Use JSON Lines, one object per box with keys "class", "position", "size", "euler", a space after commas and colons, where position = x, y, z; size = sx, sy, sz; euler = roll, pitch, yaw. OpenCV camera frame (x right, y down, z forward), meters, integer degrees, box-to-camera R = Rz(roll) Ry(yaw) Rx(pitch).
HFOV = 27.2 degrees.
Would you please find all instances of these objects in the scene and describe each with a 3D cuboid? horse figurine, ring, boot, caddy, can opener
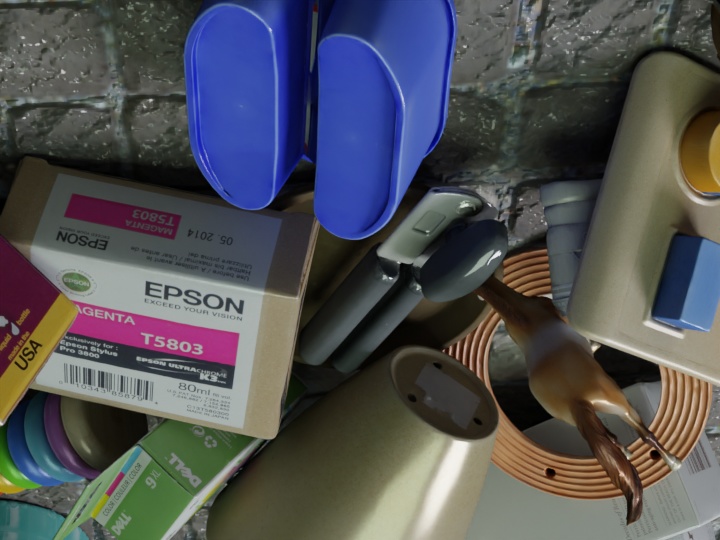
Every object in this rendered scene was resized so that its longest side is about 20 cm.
{"class": "horse figurine", "position": [0.137, 0.069, 0.964], "size": [0.050, 0.200, 0.132], "euler": [-42, 126, 14]}
{"class": "ring", "position": [0.156, 0.075, 1.083], "size": [0.200, 0.019, 0.201], "euler": [9, 114, 20]}
{"class": "boot", "position": [0.207, -0.030, 0.988], "size": [0.200, 0.096, 0.073], "euler": [-8, 178, -33]}
{"class": "caddy", "position": [-0.021, -0.115, 0.847], "size": [0.141, 0.105, 0.200], "euler": [18, 142, 10]}
{"class": "can opener", "position": [0.022, 0.013, 0.991], "size": [0.053, 0.067, 0.200], "euler": [18, 140, -25]}

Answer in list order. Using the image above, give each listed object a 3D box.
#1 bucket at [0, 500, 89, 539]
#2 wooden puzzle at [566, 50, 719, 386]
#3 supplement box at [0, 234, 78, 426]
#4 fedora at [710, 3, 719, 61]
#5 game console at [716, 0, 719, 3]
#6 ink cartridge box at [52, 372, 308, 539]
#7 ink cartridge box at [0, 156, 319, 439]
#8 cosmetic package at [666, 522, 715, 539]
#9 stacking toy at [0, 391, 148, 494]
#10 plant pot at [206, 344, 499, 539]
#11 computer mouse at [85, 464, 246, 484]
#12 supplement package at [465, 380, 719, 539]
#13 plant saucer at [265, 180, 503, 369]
{"class": "bucket", "position": [-0.326, 0.303, 1.298], "size": [0.206, 0.135, 0.207], "euler": [-3, 140, -2]}
{"class": "wooden puzzle", "position": [0.242, -0.021, 0.938], "size": [0.200, 0.186, 0.046], "euler": [19, 175, -24]}
{"class": "supplement box", "position": [-0.295, 0.009, 0.900], "size": [0.200, 0.103, 0.131], "euler": [46, 138, -20]}
{"class": "fedora", "position": [0.272, -0.085, 0.828], "size": [0.082, 0.201, 0.201], "euler": [-32, 134, 20]}
{"class": "game console", "position": [0.306, -0.148, 0.827], "size": [0.176, 0.117, 0.200], "euler": [-34, 132, 31]}
{"class": "ink cartridge box", "position": [-0.132, 0.145, 1.083], "size": [0.059, 0.200, 0.104], "euler": [43, 133, 5]}
{"class": "ink cartridge box", "position": [-0.138, 0.022, 0.993], "size": [0.199, 0.075, 0.165], "euler": [12, 140, 0]}
{"class": "cosmetic package", "position": [0.200, 0.233, 1.290], "size": [0.200, 0.113, 0.081], "euler": [-25, 138, 26]}
{"class": "stacking toy", "position": [-0.264, 0.143, 1.157], "size": [0.200, 0.086, 0.085], "euler": [-24, 138, 27]}
{"class": "plant pot", "position": [0.013, 0.156, 1.096], "size": [0.187, 0.188, 0.200], "euler": [17, 124, -25]}
{"class": "computer mouse", "position": [-0.144, 0.177, 1.244], "size": [0.199, 0.034, 0.059], "euler": [14, 136, -23]}
{"class": "supplement package", "position": [0.172, 0.174, 1.179], "size": [0.200, 0.118, 0.117], "euler": [-26, 168, 24]}
{"class": "plant saucer", "position": [0.000, 0.000, 1.041], "size": [0.199, 0.030, 0.200], "euler": [-2, 140, -2]}
